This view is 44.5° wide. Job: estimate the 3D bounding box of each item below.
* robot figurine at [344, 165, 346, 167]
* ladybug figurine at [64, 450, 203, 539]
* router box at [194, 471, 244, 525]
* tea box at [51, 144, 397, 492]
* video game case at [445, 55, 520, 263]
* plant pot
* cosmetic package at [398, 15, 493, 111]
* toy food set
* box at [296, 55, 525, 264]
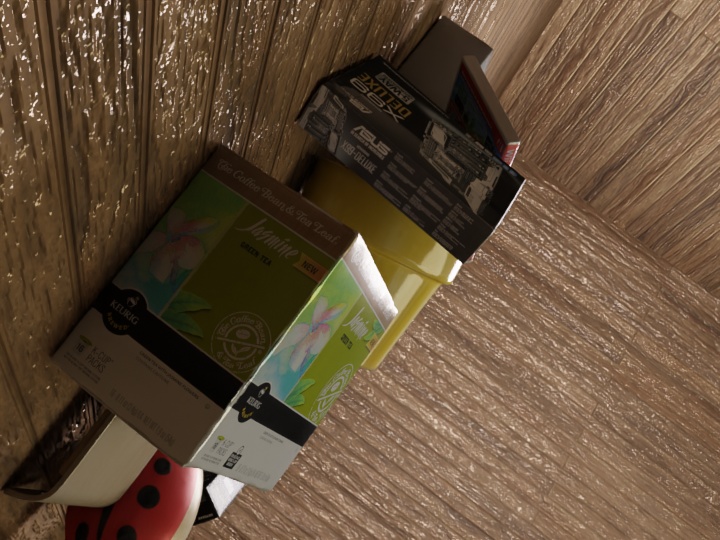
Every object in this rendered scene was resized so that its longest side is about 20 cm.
[{"bbox_3d":[0.078,-0.096,1.163,0.145,0.200,0.058,-34,150,-20],"label":"robot figurine"},{"bbox_3d":[-0.234,0.227,0.893,0.072,0.135,0.201,82,10,-47],"label":"ladybug figurine"},{"bbox_3d":[-0.266,0.320,1.246,0.199,0.051,0.149,-20,-173,16],"label":"router box"},{"bbox_3d":[-0.089,0.047,0.684,0.197,0.133,0.200,-55,161,-9],"label":"tea box"},{"bbox_3d":[0.124,-0.125,1.023,0.017,0.143,0.200,-7,143,-17],"label":"video game case"},{"bbox_3d":[0.000,0.000,0.997,0.189,0.200,0.201,-63,176,3],"label":"plant pot"},{"bbox_3d":[0.074,-0.207,1.110,0.200,0.090,0.107,-50,172,-12],"label":"cosmetic package"},{"bbox_3d":[-0.220,0.127,0.798,0.200,0.060,0.144,-54,165,-11],"label":"toy food set"},{"bbox_3d":[0.054,-0.112,0.836,0.050,0.200,0.158,-50,178,29],"label":"box"}]
